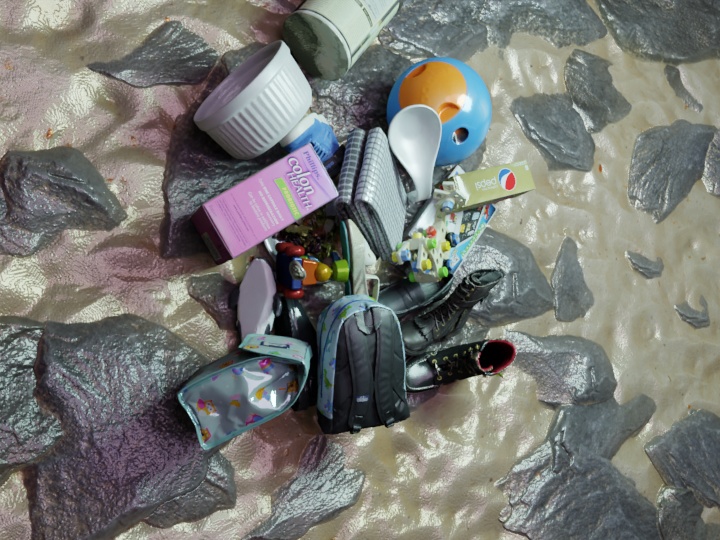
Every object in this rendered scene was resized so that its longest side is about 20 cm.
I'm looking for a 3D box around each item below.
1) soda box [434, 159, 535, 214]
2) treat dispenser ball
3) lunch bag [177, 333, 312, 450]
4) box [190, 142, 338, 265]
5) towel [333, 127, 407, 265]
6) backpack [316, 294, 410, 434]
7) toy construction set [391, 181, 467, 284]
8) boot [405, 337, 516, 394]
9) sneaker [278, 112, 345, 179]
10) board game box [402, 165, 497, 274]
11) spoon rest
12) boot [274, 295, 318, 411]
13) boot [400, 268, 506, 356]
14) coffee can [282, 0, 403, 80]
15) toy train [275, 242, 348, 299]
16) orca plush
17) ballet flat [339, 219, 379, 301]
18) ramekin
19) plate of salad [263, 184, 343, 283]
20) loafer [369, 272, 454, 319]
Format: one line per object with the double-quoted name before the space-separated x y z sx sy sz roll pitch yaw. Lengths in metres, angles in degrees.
"soda box" 0.245 -0.164 1.717 0.198 0.067 0.065 -16 87 -32
"treat dispenser ball" 0.148 -0.298 1.650 0.198 0.200 0.204 7 76 -29
"lunch bag" -0.166 0.169 1.340 0.198 0.170 0.123 -28 94 0
"box" -0.160 -0.103 1.414 0.199 0.176 0.098 -33 97 -17
"towel" 0.018 -0.129 1.553 0.201 0.084 0.168 64 30 -52
"backpack" -0.003 0.142 1.424 0.161 0.154 0.203 -9 118 -19
"toy construction set" 0.130 -0.060 1.581 0.131 0.091 0.202 52 55 -38
"boot" 0.176 0.172 1.595 0.198 0.150 0.074 -9 84 -32
"sneaker" -0.075 -0.208 1.521 0.076 0.200 0.112 -32 94 13
"board game box" 0.178 -0.094 1.721 0.126 0.034 0.201 45 61 -14
"spoon rest" 0.102 -0.204 1.560 0.098 0.061 0.202 -16 130 -7
"boot" -0.054 0.131 1.508 0.166 0.076 0.204 -11 92 -28
"boot" 0.160 0.065 1.588 0.198 0.175 0.070 -20 65 -40
"coffee can" -0.030 -0.472 1.612 0.146 0.146 0.201 44 61 -15
"toy train" -0.069 0.003 1.432 0.114 0.200 0.086 0 96 -18
"orca plush" -0.157 0.083 1.465 0.071 0.104 0.203 9 69 -61
"ballet flat" 0.000 0.000 1.509 0.061 0.068 0.203 -8 117 -12
"ramekin" -0.173 -0.277 1.462 0.105 0.199 0.201 48 60 -23
"plate of salad" -0.084 -0.078 1.555 0.197 0.048 0.204 7 77 -29
"loafer" 0.089 0.042 1.613 0.199 0.071 0.069 -18 70 -33
